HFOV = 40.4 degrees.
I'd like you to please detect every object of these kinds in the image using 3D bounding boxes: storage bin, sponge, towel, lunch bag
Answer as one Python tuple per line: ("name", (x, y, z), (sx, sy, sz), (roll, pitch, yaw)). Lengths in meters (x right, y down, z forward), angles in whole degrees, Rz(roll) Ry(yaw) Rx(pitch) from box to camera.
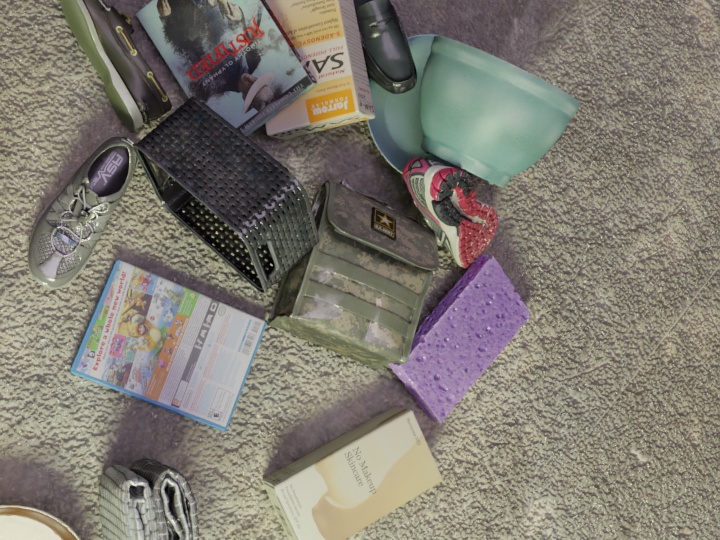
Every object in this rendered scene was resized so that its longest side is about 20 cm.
("storage bin", (-0.152, -0.087, 1.120), (0.200, 0.136, 0.094), (38, 71, 24))
("sponge", (0.133, 0.088, 1.285), (0.200, 0.030, 0.112), (-47, 118, -18))
("towel", (-0.226, 0.314, 1.084), (0.085, 0.165, 0.202), (-9, 88, -25))
("lunch bag", (0.000, 0.000, 1.217), (0.163, 0.117, 0.202), (24, 72, -18))

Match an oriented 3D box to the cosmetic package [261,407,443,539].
("cosmetic package", (-0.009, 0.260, 1.213), (0.199, 0.071, 0.106), (-28, 94, -19))

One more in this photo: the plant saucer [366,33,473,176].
("plant saucer", (0.093, -0.211, 1.307), (0.199, 0.039, 0.203), (2, 85, -20))

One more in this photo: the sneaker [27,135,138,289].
("sneaker", (-0.321, -0.075, 1.125), (0.074, 0.082, 0.201), (28, 77, -15))

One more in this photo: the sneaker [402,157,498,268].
("sneaker", (0.118, -0.078, 1.248), (0.081, 0.074, 0.200), (-49, 143, -12))

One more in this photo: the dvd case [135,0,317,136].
("dvd case", (-0.162, -0.267, 1.178), (0.145, 0.022, 0.201), (-32, 90, 16))

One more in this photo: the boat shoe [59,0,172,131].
("boat shoe", (-0.293, -0.269, 1.161), (0.060, 0.072, 0.203), (-30, 103, -23))

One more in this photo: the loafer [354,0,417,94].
("loafer", (0.014, -0.317, 1.244), (0.068, 0.070, 0.202), (-23, 75, -12))

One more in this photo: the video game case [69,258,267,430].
("video game case", (-0.228, 0.091, 1.179), (0.199, 0.018, 0.144), (24, 79, -16))

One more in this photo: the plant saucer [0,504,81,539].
("plant saucer", (-0.395, 0.352, 1.076), (0.198, 0.034, 0.203), (-2, 95, -20))

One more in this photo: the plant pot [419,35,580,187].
("plant pot", (0.154, -0.186, 1.216), (0.199, 0.200, 0.135), (22, 99, -16))

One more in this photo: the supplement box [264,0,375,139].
("supplement box", (-0.066, -0.274, 1.208), (0.125, 0.073, 0.202), (-12, 89, 17))
